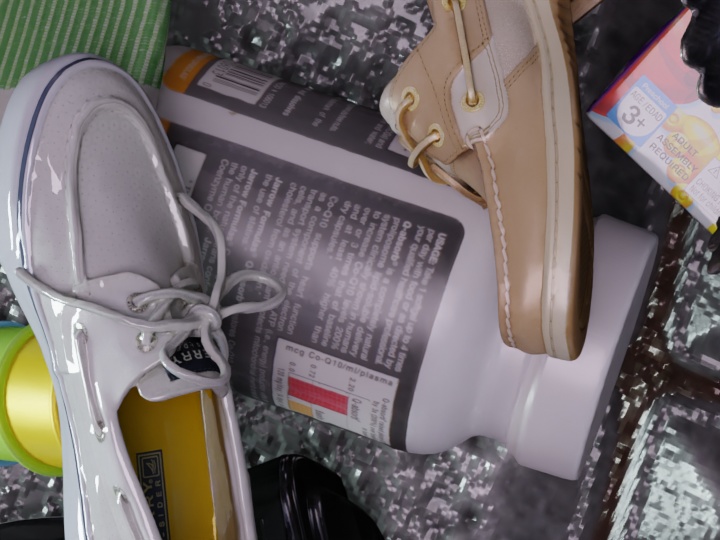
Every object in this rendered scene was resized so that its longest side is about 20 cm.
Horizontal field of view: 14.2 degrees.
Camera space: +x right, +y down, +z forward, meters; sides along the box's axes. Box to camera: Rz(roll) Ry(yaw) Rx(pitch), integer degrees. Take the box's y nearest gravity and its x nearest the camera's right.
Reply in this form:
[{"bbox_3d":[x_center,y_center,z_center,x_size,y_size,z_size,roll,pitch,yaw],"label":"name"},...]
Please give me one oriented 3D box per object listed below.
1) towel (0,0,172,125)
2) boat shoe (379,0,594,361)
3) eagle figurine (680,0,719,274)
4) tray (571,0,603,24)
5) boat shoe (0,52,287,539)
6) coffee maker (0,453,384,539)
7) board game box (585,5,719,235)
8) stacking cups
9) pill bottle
[{"bbox_3d":[-0.127,-0.127,1.045,0.152,0.023,0.201,-3,71,28],"label":"towel"},{"bbox_3d":[0.041,-0.060,0.988,0.069,0.074,0.201,-6,63,5],"label":"boat shoe"},{"bbox_3d":[0.186,-0.090,0.875,0.199,0.151,0.153,-15,108,5],"label":"eagle figurine"},{"bbox_3d":[0.032,-0.182,1.058,0.098,0.037,0.200,-38,91,14],"label":"tray"},{"bbox_3d":[-0.065,0.028,0.942,0.086,0.074,0.203,-3,94,53],"label":"boat shoe"},{"bbox_3d":[-0.089,0.158,1.054,0.199,0.192,0.135,-20,95,13],"label":"coffee maker"},{"bbox_3d":[0.187,-0.098,1.005,0.105,0.103,0.200,43,104,2],"label":"board game box"},{"bbox_3d":[-0.141,0.041,1.066,0.200,0.060,0.061,3,103,52],"label":"stacking cups"},{"bbox_3d":[0.000,0.000,1.050,0.199,0.116,0.117,19,102,8],"label":"pill bottle"}]
